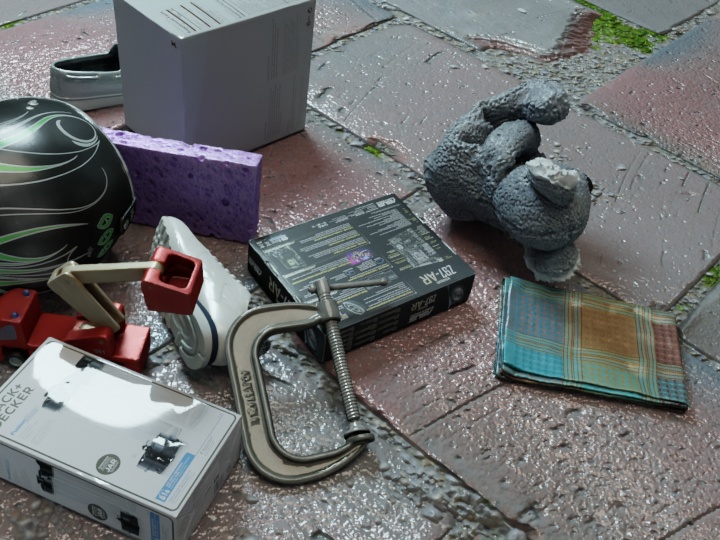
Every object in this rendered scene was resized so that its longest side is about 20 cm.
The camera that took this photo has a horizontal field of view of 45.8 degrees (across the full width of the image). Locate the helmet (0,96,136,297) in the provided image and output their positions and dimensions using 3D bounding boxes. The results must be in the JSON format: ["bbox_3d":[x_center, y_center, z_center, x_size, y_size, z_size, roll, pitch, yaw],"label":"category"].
[{"bbox_3d":[-0.348,-0.066,0.850,0.200,0.200,0.191,31,43,22],"label":"helmet"}]

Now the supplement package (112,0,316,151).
[{"bbox_3d":[-0.182,-0.262,1.080,0.200,0.192,0.147,-29,53,-34],"label":"supplement package"}]

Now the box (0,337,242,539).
[{"bbox_3d":[-0.216,0.147,0.732,0.200,0.060,0.117,20,43,13],"label":"box"}]

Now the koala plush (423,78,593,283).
[{"bbox_3d":[0.188,-0.090,0.974,0.183,0.178,0.200,-18,42,-13],"label":"koala plush"}]

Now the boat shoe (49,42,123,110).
[{"bbox_3d":[-0.321,-0.272,1.156,0.200,0.072,0.070,-20,50,-28],"label":"boat shoe"}]

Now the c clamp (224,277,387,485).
[{"bbox_3d":[-0.039,0.097,0.800,0.170,0.027,0.201,-1,65,-17],"label":"c clamp"}]

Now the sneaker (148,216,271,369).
[{"bbox_3d":[-0.162,0.020,0.880,0.080,0.076,0.200,-5,48,-31],"label":"sneaker"}]

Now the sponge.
[{"bbox_3d":[-0.212,-0.095,0.955,0.199,0.112,0.030,11,44,1],"label":"sponge"}]

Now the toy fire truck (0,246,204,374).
[{"bbox_3d":[-0.247,0.037,0.785,0.199,0.141,0.049,8,42,-1],"label":"toy fire truck"}]

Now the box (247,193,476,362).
[{"bbox_3d":[0.000,0.000,0.938,0.200,0.044,0.160,-21,50,-29],"label":"box"}]

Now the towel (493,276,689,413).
[{"bbox_3d":[0.246,0.075,0.915,0.199,0.022,0.147,11,43,2],"label":"towel"}]
